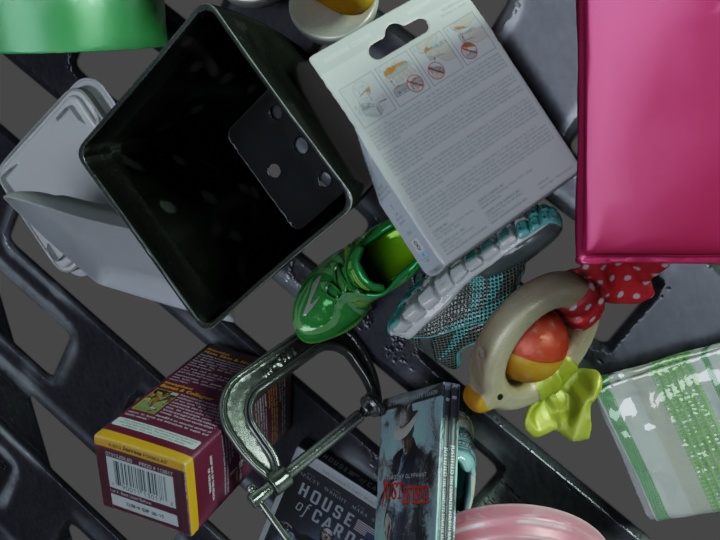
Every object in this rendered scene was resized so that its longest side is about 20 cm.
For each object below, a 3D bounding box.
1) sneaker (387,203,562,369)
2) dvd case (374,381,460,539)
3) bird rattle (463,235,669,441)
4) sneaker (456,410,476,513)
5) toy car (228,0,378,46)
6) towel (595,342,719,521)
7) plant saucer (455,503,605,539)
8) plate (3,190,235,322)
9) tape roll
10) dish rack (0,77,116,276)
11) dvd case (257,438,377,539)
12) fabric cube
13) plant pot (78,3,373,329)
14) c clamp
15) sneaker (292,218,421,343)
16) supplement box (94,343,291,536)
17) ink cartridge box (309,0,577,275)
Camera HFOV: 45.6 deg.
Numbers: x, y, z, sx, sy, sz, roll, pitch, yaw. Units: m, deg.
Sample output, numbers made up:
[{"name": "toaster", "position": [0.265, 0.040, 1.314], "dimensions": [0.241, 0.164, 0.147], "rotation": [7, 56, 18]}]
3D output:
[{"name": "sneaker", "position": [0.119, 0.018, 0.793], "dimensions": [0.091, 0.078, 0.200], "rotation": [42, 123, -11]}, {"name": "dvd case", "position": [0.049, 0.214, 0.802], "dimensions": [0.146, 0.022, 0.203], "rotation": [147, 132, -65]}, {"name": "bird rattle", "position": [0.164, 0.056, 0.715], "dimensions": [0.113, 0.162, 0.201], "rotation": [50, 132, 34]}, {"name": "sneaker", "position": [0.070, 0.242, 0.851], "dimensions": [0.077, 0.086, 0.203], "rotation": [4, 111, -5]}, {"name": "toy car", "position": [-0.053, -0.306, 0.732], "dimensions": [0.198, 0.175, 0.151], "rotation": [28, 81, 15]}, {"name": "towel", "position": [0.323, 0.133, 0.750], "dimensions": [0.198, 0.031, 0.151], "rotation": [-23, 97, 27]}, {"name": "plant saucer", "position": [0.142, 0.300, 0.816], "dimensions": [0.198, 0.051, 0.202], "rotation": [2, 130, 2]}, {"name": "plate", "position": [-0.243, -0.019, 0.904], "dimensions": [0.197, 0.200, 0.033], "rotation": [13, 67, 21]}, {"name": "tape roll", "position": [-0.287, -0.236, 0.822], "dimensions": [0.198, 0.200, 0.049], "rotation": [6, 109, 23]}, {"name": "dish rack", "position": [-0.326, -0.099, 0.973], "dimensions": [0.199, 0.043, 0.173], "rotation": [-34, 89, 29]}, {"name": "dvd case", "position": [-0.039, 0.309, 0.971], "dimensions": [0.149, 0.025, 0.202], "rotation": [29, 116, 14]}, {"name": "fabric cube", "position": [0.246, -0.125, 0.594], "dimensions": [0.194, 0.200, 0.202], "rotation": [1, 106, 15]}, {"name": "plant pot", "position": [-0.095, -0.103, 0.786], "dimensions": [0.199, 0.177, 0.201], "rotation": [-38, 89, 29]}, {"name": "c clamp", "position": [-0.049, 0.151, 0.846], "dimensions": [0.171, 0.200, 0.027], "rotation": [47, 151, 4]}, {"name": "sneaker", "position": [0.000, 0.000, 0.819], "dimensions": [0.199, 0.083, 0.074], "rotation": [-39, 79, 23]}, {"name": "supplement box", "position": [-0.164, 0.165, 0.883], "dimensions": [0.109, 0.200, 0.087], "rotation": [11, 116, 22]}, {"name": "ink cartridge box", "position": [0.068, -0.122, 0.722], "dimensions": [0.201, 0.159, 0.047], "rotation": [56, 161, 2]}]
